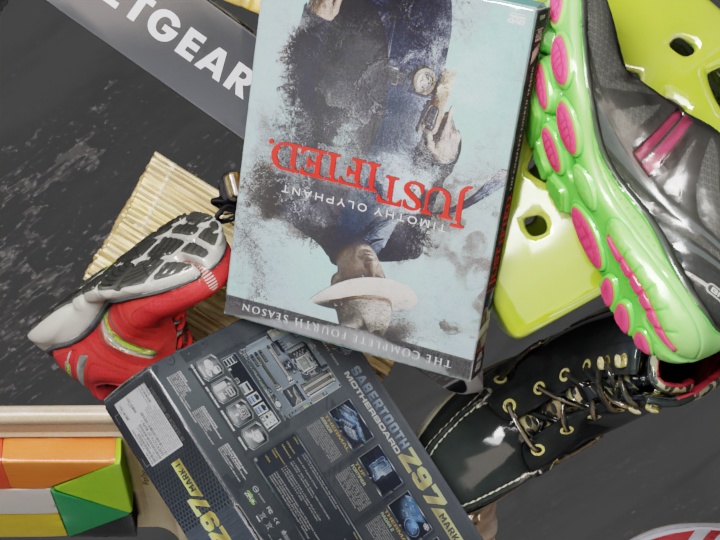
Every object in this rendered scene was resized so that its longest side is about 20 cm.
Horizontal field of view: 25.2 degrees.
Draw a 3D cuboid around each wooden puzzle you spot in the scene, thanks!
[{"bbox_3d":[-0.204,0.126,0.955,0.200,0.185,0.037,4,62,0],"label":"wooden puzzle"}]

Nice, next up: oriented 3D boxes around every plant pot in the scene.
[{"bbox_3d":[0.122,-0.090,0.927,0.199,0.200,0.182,-31,90,2],"label":"plant pot"}]

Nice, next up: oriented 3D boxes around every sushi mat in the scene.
[{"bbox_3d":[-0.069,0.017,1.021,0.200,0.012,0.096,32,95,-6],"label":"sushi mat"}]

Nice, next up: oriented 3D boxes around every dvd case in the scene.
[{"bbox_3d":[0.008,-0.053,0.828,0.146,0.022,0.200,15,113,15],"label":"dvd case"}]

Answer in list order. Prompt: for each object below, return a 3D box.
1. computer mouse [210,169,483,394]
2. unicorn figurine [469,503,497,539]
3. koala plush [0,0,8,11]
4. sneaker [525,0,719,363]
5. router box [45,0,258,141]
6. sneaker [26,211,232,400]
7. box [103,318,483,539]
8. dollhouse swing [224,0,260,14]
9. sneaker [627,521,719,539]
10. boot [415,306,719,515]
[{"bbox_3d":[0.000,0.000,0.957,0.200,0.110,0.044,38,74,-3],"label":"computer mouse"},{"bbox_3d":[0.052,0.210,1.015,0.137,0.074,0.200,-31,79,-6],"label":"unicorn figurine"},{"bbox_3d":[-0.339,-0.175,0.919,0.200,0.184,0.177,38,94,6],"label":"koala plush"},{"bbox_3d":[0.141,-0.053,0.802,0.084,0.077,0.200,-20,84,-19],"label":"sneaker"},{"bbox_3d":[-0.113,-0.142,0.909,0.200,0.157,0.052,35,95,-17],"label":"router box"},{"bbox_3d":[-0.120,0.028,0.949,0.085,0.200,0.077,51,55,-9],"label":"sneaker"},{"bbox_3d":[-0.029,0.119,0.894,0.051,0.158,0.200,-36,85,38],"label":"box"},{"bbox_3d":[-0.074,-0.262,0.916,0.200,0.182,0.176,21,86,-5],"label":"dollhouse swing"},{"bbox_3d":[0.241,0.201,1.005,0.200,0.112,0.071,-12,97,0],"label":"sneaker"},{"bbox_3d":[0.124,0.074,0.942,0.203,0.154,0.074,-33,90,-17],"label":"boot"}]
